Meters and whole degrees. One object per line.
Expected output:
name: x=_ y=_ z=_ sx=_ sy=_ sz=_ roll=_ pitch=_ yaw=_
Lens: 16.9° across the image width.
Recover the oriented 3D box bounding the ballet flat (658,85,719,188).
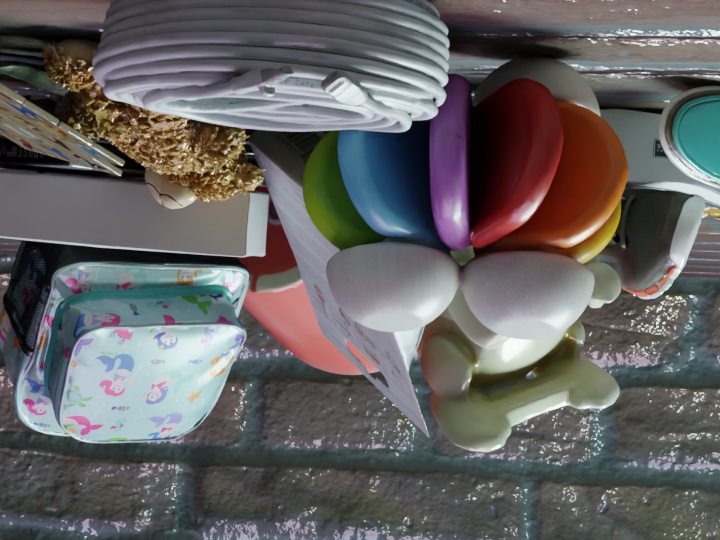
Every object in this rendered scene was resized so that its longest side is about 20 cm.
ballet flat: x=0.269 y=-0.091 z=1.658 sx=0.199 sy=0.070 sz=0.069 roll=4 pitch=177 yaw=-32

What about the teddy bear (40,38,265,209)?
teddy bear: x=-0.137 y=-0.094 z=1.593 sx=0.144 sy=0.067 sz=0.200 roll=11 pitch=162 yaw=5

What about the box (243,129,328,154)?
box: x=-0.045 y=-0.105 z=1.829 sx=0.199 sy=0.039 sz=0.137 roll=4 pitch=176 yaw=-10

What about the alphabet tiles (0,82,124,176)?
alphabet tiles: x=-0.249 y=-0.110 z=1.570 sx=0.166 sy=0.006 sz=0.200 roll=17 pitch=170 yaw=40

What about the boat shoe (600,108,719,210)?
boat shoe: x=0.249 y=-0.076 z=1.779 sx=0.199 sy=0.072 sz=0.068 roll=5 pitch=175 yaw=2

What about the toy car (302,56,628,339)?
toy car: x=0.065 y=-0.059 z=1.475 sx=0.199 sy=0.176 sz=0.150 roll=4 pitch=161 yaw=-3

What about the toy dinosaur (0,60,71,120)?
toy dinosaur: x=-0.199 y=-0.121 z=1.693 sx=0.199 sy=0.048 sz=0.088 roll=8 pitch=171 yaw=-27

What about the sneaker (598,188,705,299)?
sneaker: x=0.177 y=-0.028 z=1.749 sx=0.082 sy=0.077 sz=0.200 roll=25 pitch=168 yaw=-16

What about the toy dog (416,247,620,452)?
toy dog: x=0.105 y=-0.008 z=1.720 sx=0.139 sy=0.201 sz=0.194 roll=-12 pitch=-145 yaw=-20

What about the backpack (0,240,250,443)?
backpack: x=-0.184 y=0.049 z=1.866 sx=0.177 sy=0.151 sz=0.200 roll=1 pitch=141 yaw=-27

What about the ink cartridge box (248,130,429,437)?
ink cartridge box: x=0.000 y=0.000 z=1.734 sx=0.057 sy=0.200 sz=0.163 roll=-35 pitch=-139 yaw=-11

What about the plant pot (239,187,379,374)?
plant pot: x=-0.034 y=-0.028 z=2.006 sx=0.199 sy=0.201 sz=0.177 roll=1 pitch=165 yaw=25

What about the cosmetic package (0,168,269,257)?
cosmetic package: x=-0.170 y=-0.041 z=1.726 sx=0.199 sy=0.051 sz=0.083 roll=5 pitch=-177 yaw=7

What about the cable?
cable: x=-0.050 y=-0.119 z=1.349 sx=0.199 sy=0.070 sz=0.200 roll=2 pitch=177 yaw=31

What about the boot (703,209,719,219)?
boot: x=0.362 y=-0.063 z=2.055 sx=0.144 sy=0.071 sz=0.201 roll=8 pitch=177 yaw=38

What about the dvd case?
dvd case: x=-0.175 y=-0.080 z=1.780 sx=0.199 sy=0.025 sz=0.150 roll=5 pitch=179 yaw=-42
